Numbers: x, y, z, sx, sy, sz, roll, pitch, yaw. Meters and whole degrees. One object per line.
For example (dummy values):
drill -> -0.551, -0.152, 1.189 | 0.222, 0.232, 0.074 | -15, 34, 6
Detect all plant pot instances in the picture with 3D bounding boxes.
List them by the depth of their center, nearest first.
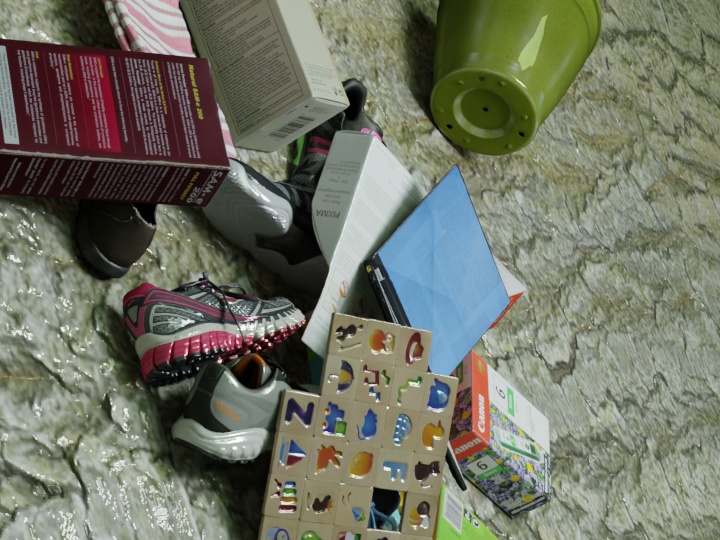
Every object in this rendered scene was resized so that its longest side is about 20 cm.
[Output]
plant pot -> 0.163, -0.242, 2.238 | 0.201, 0.199, 0.194 | 47, 42, -24

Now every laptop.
laptop -> 0.088, 0.051, 1.733 | 0.201, 0.115, 0.188 | -111, 177, -49

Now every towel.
towel -> -0.174, -0.194, 1.696 | 0.146, 0.030, 0.201 | 36, 27, -61

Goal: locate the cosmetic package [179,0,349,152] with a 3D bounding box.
cosmetic package -> -0.099, -0.225, 1.835 | 0.073, 0.103, 0.202 | 6, 60, -59

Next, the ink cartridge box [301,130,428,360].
ink cartridge box -> 0.000, 0.000, 1.739 | 0.160, 0.047, 0.202 | 44, 61, -53

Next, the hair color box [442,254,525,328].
hair color box -> 0.074, 0.014, 1.919 | 0.111, 0.064, 0.200 | 46, 23, 15

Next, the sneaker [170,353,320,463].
sneaker -> -0.073, 0.106, 1.566 | 0.200, 0.073, 0.080 | 0, 108, -61

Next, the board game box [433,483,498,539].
board game box -> 0.088, 0.295, 1.747 | 0.096, 0.030, 0.201 | 46, 28, -26

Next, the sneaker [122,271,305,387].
sneaker -> -0.115, 0.038, 1.580 | 0.199, 0.080, 0.075 | -6, 67, -61

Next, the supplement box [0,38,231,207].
supplement box -> -0.208, -0.114, 1.494 | 0.198, 0.061, 0.110 | 3, 58, -27

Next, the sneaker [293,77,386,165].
sneaker -> -0.017, -0.111, 1.886 | 0.077, 0.083, 0.201 | 31, 39, -43

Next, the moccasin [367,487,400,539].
moccasin -> -0.002, 0.181, 1.626 | 0.081, 0.068, 0.201 | 48, 43, -25

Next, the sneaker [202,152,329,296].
sneaker -> -0.068, -0.068, 1.741 | 0.200, 0.075, 0.115 | 43, 50, -41

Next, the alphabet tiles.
alphabet tiles -> 0.002, 0.141, 1.568 | 0.166, 0.008, 0.202 | 12, 86, -32

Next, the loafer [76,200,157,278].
loafer -> -0.186, -0.085, 1.582 | 0.073, 0.071, 0.201 | 35, 37, -41

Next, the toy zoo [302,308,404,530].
toy zoo -> 0.010, 0.142, 1.757 | 0.131, 0.020, 0.202 | 23, 46, -48

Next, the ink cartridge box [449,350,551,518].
ink cartridge box -> 0.113, 0.144, 1.907 | 0.200, 0.050, 0.110 | 43, 32, -32
